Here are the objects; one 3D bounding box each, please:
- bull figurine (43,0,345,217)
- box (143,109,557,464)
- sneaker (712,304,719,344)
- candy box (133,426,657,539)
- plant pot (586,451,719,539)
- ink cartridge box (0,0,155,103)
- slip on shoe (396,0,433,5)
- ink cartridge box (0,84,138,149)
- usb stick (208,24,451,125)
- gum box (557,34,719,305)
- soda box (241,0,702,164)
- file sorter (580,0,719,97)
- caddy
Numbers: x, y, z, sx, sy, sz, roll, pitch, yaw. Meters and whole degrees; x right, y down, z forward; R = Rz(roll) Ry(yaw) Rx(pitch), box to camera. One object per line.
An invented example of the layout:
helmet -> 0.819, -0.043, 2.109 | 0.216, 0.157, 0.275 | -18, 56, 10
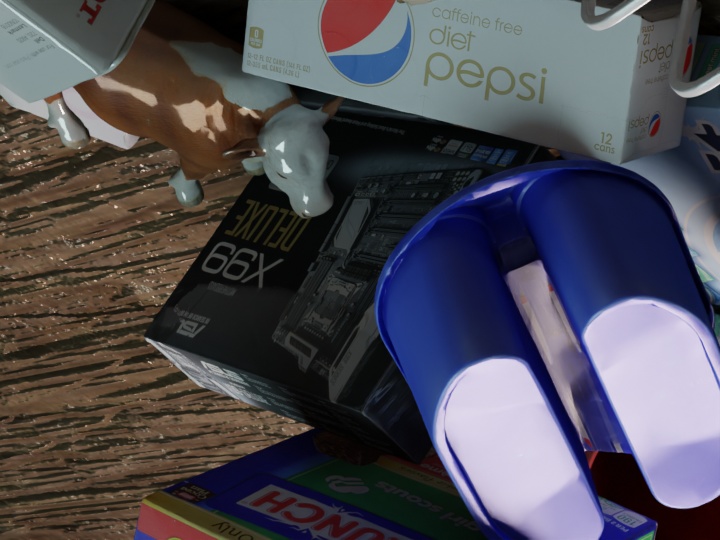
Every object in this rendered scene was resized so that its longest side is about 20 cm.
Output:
bull figurine -> -0.091, -0.084, 1.333 | 0.200, 0.065, 0.121 | 33, 156, 8
box -> 0.000, 0.000, 1.362 | 0.050, 0.158, 0.200 | 43, 164, -33
sneaker -> 0.147, 0.061, 1.369 | 0.199, 0.088, 0.074 | -1, -172, -11
candy box -> 0.014, 0.142, 1.294 | 0.169, 0.200, 0.077 | 23, 114, 30
plant pot -> 0.134, 0.137, 1.538 | 0.200, 0.201, 0.177 | 42, 161, -31
ink cartridge box -> -0.174, -0.190, 1.216 | 0.200, 0.146, 0.084 | 38, 154, -22
slip on shoe -> -0.003, -0.151, 1.076 | 0.060, 0.076, 0.200 | -1, 176, 10
ink cartridge box -> -0.208, -0.151, 1.447 | 0.199, 0.057, 0.163 | 16, 154, 10
usb stick -> -0.029, -0.099, 1.373 | 0.200, 0.055, 0.033 | 10, 108, 32
gum box -> 0.196, -0.041, 1.273 | 0.200, 0.045, 0.170 | 6, 149, 36
soda box -> 0.046, -0.104, 1.229 | 0.200, 0.068, 0.064 | 16, -162, 29
file sorter -> 0.096, -0.176, 0.963 | 0.200, 0.125, 0.139 | 37, 134, -22
caddy -> 0.089, 0.036, 1.222 | 0.141, 0.105, 0.200 | -22, 138, 5
